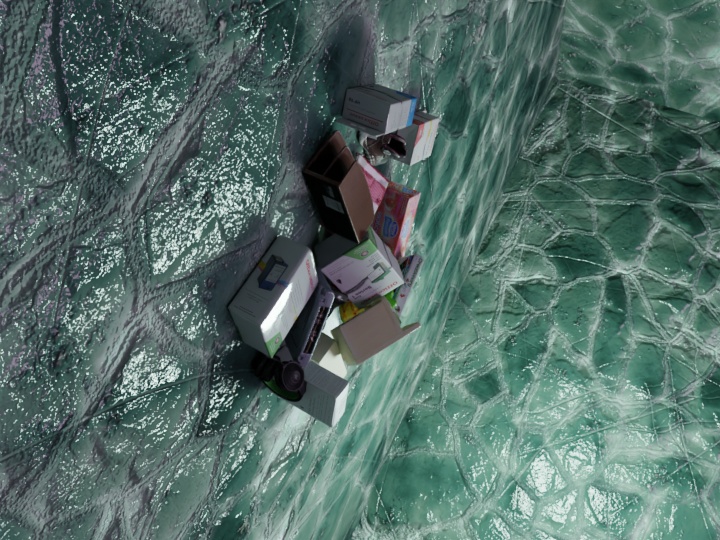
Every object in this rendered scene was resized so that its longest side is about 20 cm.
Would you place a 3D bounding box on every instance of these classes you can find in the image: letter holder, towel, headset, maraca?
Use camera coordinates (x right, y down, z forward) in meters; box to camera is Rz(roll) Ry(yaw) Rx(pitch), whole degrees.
[{"bbox_3d":[-0.027,-0.188,1.439,0.144,0.099,0.202,-55,152,-21],"label":"letter holder"},{"bbox_3d":[-0.009,-0.165,1.589,0.143,0.022,0.204,35,78,-45],"label":"towel"},{"bbox_3d":[-0.181,0.218,1.485,0.095,0.121,0.203,-56,151,-34],"label":"headset"},{"bbox_3d":[0.018,0.102,1.807,0.106,0.196,0.141,28,74,-47],"label":"maraca"}]

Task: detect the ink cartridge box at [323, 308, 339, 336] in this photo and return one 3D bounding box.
[{"bbox_3d":[-0.124,0.197,1.739,0.202,0.040,0.202,-55,157,-32],"label":"ink cartridge box"}]

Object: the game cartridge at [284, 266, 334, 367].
[{"bbox_3d":[-0.123,0.103,1.510,0.040,0.134,0.204,9,115,-31],"label":"game cartridge"}]

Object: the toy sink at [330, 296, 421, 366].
[{"bbox_3d":[0.036,0.143,1.653,0.196,0.114,0.130,-28,178,-16],"label":"toy sink"}]

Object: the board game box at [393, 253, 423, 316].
[{"bbox_3d":[0.103,0.054,1.867,0.125,0.034,0.204,-17,-136,62],"label":"board game box"}]

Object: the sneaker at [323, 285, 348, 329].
[{"bbox_3d":[-0.090,0.093,1.570,0.117,0.075,0.199,-66,-166,-11],"label":"sneaker"}]

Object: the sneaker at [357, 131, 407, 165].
[{"bbox_3d":[0.070,-0.296,1.614,0.077,0.113,0.200,-66,161,0],"label":"sneaker"}]

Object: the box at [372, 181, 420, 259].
[{"bbox_3d":[0.093,-0.139,1.876,0.094,0.101,0.205,-33,142,-59],"label":"box"}]

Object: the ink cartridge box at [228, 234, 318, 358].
[{"bbox_3d":[-0.176,0.053,1.361,0.202,0.086,0.147,-57,160,-26],"label":"ink cartridge box"}]

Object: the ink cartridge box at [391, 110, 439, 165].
[{"bbox_3d":[0.166,-0.384,1.859,0.199,0.066,0.119,-37,145,-57],"label":"ink cartridge box"}]

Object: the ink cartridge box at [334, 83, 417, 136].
[{"bbox_3d":[0.037,-0.361,1.450,0.199,0.113,0.068,-36,145,-58],"label":"ink cartridge box"}]

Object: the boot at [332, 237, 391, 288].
[{"bbox_3d":[0.000,0.000,1.732,0.151,0.073,0.200,-48,-176,-24],"label":"boot"}]

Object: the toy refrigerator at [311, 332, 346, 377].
[{"bbox_3d":[-0.096,0.240,1.702,0.077,0.069,0.202,-52,154,-22],"label":"toy refrigerator"}]

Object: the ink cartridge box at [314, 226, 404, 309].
[{"bbox_3d":[0.001,-0.013,1.586,0.144,0.086,0.200,-31,136,13],"label":"ink cartridge box"}]

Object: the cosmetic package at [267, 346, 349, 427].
[{"bbox_3d":[-0.129,0.279,1.569,0.074,0.196,0.104,-42,149,-50],"label":"cosmetic package"}]
